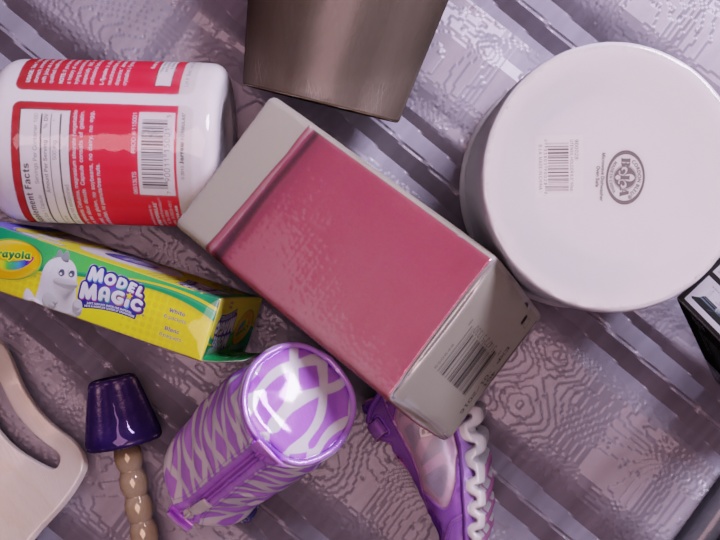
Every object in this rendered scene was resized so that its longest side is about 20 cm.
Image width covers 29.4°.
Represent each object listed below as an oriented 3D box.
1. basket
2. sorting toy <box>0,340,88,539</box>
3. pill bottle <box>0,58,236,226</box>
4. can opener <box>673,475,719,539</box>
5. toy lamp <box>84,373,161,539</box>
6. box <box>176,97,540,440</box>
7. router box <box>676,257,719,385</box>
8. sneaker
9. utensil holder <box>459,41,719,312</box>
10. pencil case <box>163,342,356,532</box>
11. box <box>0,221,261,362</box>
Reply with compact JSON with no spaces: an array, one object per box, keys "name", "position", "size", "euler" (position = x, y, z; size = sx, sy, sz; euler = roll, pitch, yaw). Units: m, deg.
[{"name":"basket","position":[-0.003,-0.211,0.932],"size":[0.178,0.136,0.203],"euler":[13,96,4]},{"name":"sorting toy","position":[-0.296,0.146,0.973],"size":[0.179,0.107,0.201],"euler":[-36,89,-4]},{"name":"pill bottle","position":[-0.190,-0.089,0.950],"size":[0.197,0.112,0.114],"euler":[2,92,3]},{"name":"can opener","position":[0.229,0.230,0.963],"size":[0.053,0.067,0.201],"euler":[35,93,0]},{"name":"toy lamp","position":[-0.158,0.175,0.983],"size":[0.057,0.058,0.203],"euler":[-13,91,3]},{"name":"box","position":[0.000,0.000,0.897],"size":[0.199,0.128,0.109],"euler":[37,88,28]},{"name":"router box","position":[0.291,0.010,0.890],"size":[0.157,0.200,0.052],"euler":[-44,62,3]},{"name":"sneaker","position":[0.047,0.115,0.967],"size":[0.087,0.080,0.203],"euler":[-7,86,7]},{"name":"utensil holder","position":[0.152,-0.056,0.893],"size":[0.167,0.200,0.172],"euler":[0,92,1]},{"name":"pencil case","position":[-0.074,0.115,0.912],"size":[0.084,0.200,0.085],"euler":[45,57,1]},{"name":"box","position":[-0.152,0.017,0.937],"size":[0.198,0.117,0.049],"euler":[20,93,9]}]
